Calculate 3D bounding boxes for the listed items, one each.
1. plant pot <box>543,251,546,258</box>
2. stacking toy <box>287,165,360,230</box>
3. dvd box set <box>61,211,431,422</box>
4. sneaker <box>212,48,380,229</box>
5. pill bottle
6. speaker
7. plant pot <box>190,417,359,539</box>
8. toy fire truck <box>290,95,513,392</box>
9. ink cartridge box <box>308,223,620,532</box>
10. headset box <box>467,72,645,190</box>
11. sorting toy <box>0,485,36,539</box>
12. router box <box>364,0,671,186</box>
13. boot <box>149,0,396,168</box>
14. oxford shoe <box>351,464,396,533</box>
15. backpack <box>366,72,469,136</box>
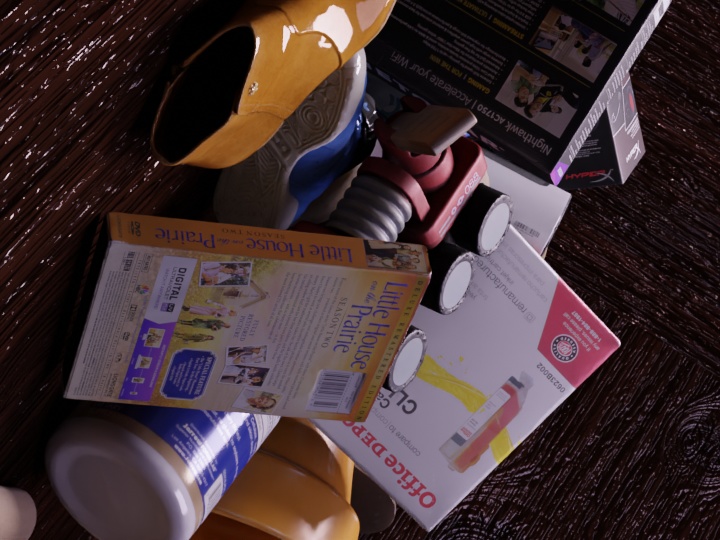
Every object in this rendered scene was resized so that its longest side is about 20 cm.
[{"bbox_3d":[0.046,-0.057,1.768,0.187,0.186,0.200,-58,157,-1],"label":"plant pot"},{"bbox_3d":[0.000,0.000,1.579,0.086,0.085,0.201,-53,133,-30],"label":"stacking toy"},{"bbox_3d":[-0.072,0.031,1.278,0.147,0.198,0.030,112,-24,-45],"label":"dvd box set"},{"bbox_3d":[-0.027,-0.110,1.377,0.111,0.076,0.201,-48,168,-41],"label":"sneaker"},{"bbox_3d":[-0.117,0.089,1.433,0.200,0.115,0.116,-52,170,-41],"label":"pill bottle"},{"bbox_3d":[0.055,-0.068,1.594,0.082,0.199,0.081,-62,176,-7],"label":"speaker"},{"bbox_3d":[-0.082,0.133,1.613,0.200,0.199,0.185,103,5,-66],"label":"plant pot"},{"bbox_3d":[0.019,-0.034,1.354,0.177,0.128,0.200,-55,151,-18],"label":"toy fire truck"},{"bbox_3d":[0.064,0.065,1.516,0.200,0.145,0.083,-44,-158,3],"label":"ink cartridge box"},{"bbox_3d":[0.124,-0.164,1.619,0.075,0.147,0.202,-48,127,-57],"label":"headset box"},{"bbox_3d":[-0.273,0.221,1.281,0.201,0.036,0.185,-63,172,-4],"label":"sorting toy"},{"bbox_3d":[0.083,-0.172,1.384,0.150,0.199,0.051,-57,169,-2],"label":"router box"},{"bbox_3d":[-0.041,-0.142,1.206,0.202,0.071,0.144,-56,173,10],"label":"boot"},{"bbox_3d":[-0.054,0.149,1.740,0.072,0.199,0.071,-65,173,27],"label":"oxford shoe"},{"bbox_3d":[0.072,-0.184,1.502,0.154,0.163,0.200,-36,165,-47],"label":"backpack"}]
